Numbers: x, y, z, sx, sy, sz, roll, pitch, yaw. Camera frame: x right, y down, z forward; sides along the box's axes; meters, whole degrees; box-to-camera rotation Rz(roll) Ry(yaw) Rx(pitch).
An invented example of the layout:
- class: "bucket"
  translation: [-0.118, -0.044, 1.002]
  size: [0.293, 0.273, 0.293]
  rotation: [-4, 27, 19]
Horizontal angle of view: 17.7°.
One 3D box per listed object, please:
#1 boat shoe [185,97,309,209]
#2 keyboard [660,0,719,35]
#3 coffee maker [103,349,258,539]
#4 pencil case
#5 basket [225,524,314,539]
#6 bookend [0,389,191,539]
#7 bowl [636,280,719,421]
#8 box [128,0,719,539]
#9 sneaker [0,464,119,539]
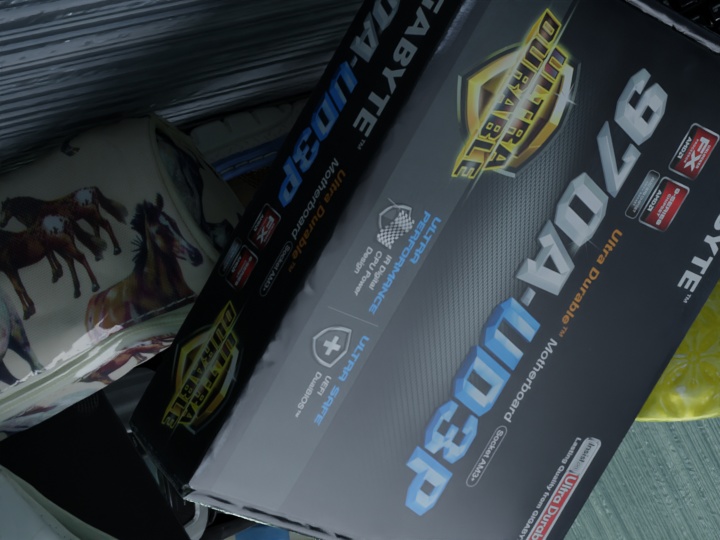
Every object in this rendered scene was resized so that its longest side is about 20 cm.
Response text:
- class: "boat shoe"
  translation: [0.001, -0.031, 0.887]
  size: [0.199, 0.073, 0.072]
  rotation: [-22, 170, -34]
- class: "keyboard"
  translation: [0.072, -0.064, 0.797]
  size: [0.199, 0.105, 0.040]
  rotation: [-28, -168, 11]
- class: "coffee maker"
  translation: [-0.094, 0.077, 1.036]
  size: [0.199, 0.136, 0.192]
  rotation: [-19, 170, -41]
- class: "pencil case"
  translation: [-0.124, 0.022, 0.765]
  size: [0.199, 0.090, 0.078]
  rotation: [-28, 150, 8]
- class: "basket"
  translation: [-0.028, 0.171, 1.202]
  size: [0.138, 0.202, 0.177]
  rotation: [-2, -151, 0]
- class: "bookend"
  translation: [-0.195, 0.137, 0.889]
  size: [0.200, 0.093, 0.198]
  rotation: [-36, -168, -29]
- class: "bowl"
  translation: [0.136, -0.018, 1.187]
  size: [0.199, 0.200, 0.109]
  rotation: [-20, 126, -39]
- class: "box"
  translation: [0.039, -0.003, 0.740]
  size: [0.158, 0.046, 0.201]
  rotation: [22, 103, -39]
- class: "sneaker"
  translation: [-0.091, 0.158, 0.776]
  size: [0.115, 0.200, 0.074]
  rotation: [-39, -157, -6]
